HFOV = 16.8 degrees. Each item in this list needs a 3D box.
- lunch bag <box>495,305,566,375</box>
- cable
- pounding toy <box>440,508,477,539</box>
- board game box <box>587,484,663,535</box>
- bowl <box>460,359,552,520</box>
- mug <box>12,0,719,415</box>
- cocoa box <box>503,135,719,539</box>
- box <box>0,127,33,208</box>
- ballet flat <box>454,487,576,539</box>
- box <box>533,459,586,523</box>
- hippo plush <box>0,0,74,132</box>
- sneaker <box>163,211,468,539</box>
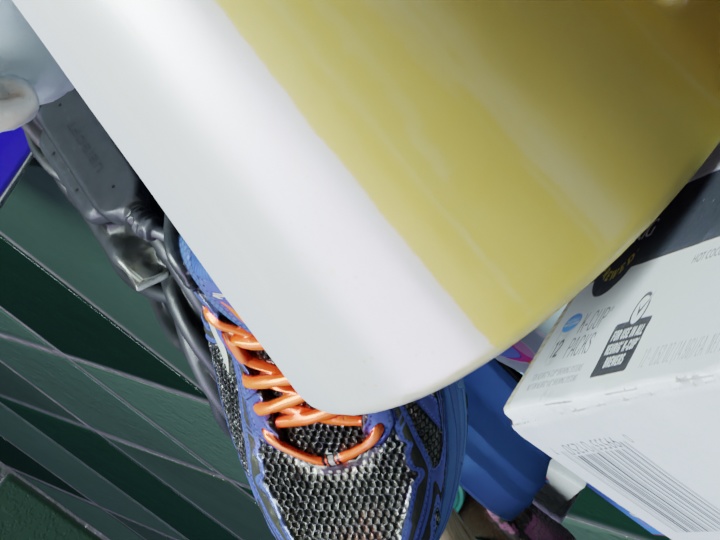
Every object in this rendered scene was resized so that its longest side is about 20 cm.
[{"bbox_3d":[0.117,0.013,0.684,0.199,0.077,0.161,28,168,18],"label":"lunch bag"},{"bbox_3d":[-0.083,-0.022,0.965,0.200,0.051,0.164,50,172,42],"label":"cable"},{"bbox_3d":[0.072,0.165,0.866,0.198,0.143,0.184,14,171,-12],"label":"pounding toy"},{"bbox_3d":[0.082,0.057,1.051,0.199,0.020,0.103,37,165,-17],"label":"board game box"},{"bbox_3d":[0.000,0.000,0.850,0.201,0.039,0.201,48,-176,-4],"label":"bowl"},{"bbox_3d":[0.004,-0.085,0.539,0.153,0.186,0.150,46,-163,-18],"label":"mug"},{"bbox_3d":[0.140,0.005,0.480,0.133,0.132,0.200,34,167,-8],"label":"cocoa box"},{"bbox_3d":[-0.256,-0.081,1.148,0.199,0.105,0.184,34,167,-8],"label":"box"},{"bbox_3d":[0.026,0.089,0.952,0.200,0.069,0.071,41,-158,-35],"label":"ballet flat"},{"bbox_3d":[0.028,0.057,1.048,0.155,0.041,0.200,31,167,7],"label":"box"},{"bbox_3d":[-0.143,-0.094,0.623,0.160,0.159,0.201,30,130,10],"label":"hippo plush"},{"bbox_3d":[-0.022,0.002,0.668,0.075,0.078,0.202,-8,107,19],"label":"sneaker"}]
